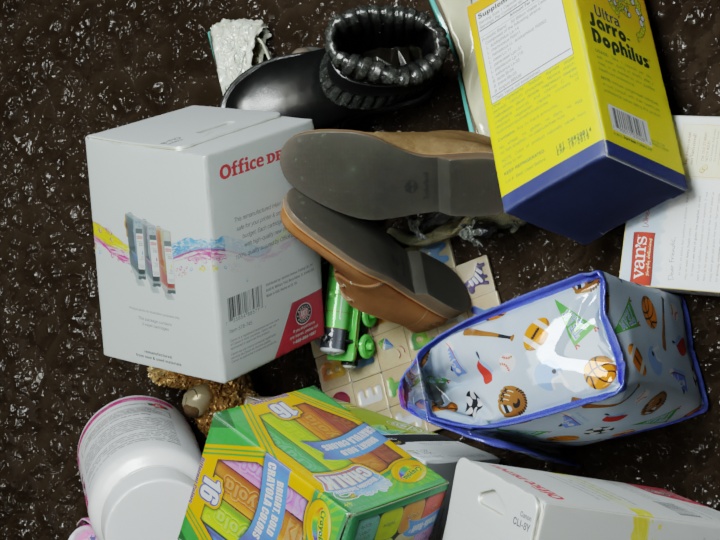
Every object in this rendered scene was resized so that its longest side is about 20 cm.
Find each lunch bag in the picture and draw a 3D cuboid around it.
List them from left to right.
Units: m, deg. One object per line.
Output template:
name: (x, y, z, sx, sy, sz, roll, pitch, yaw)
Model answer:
lunch bag: (0.153, 0.089, 1.527, 0.199, 0.170, 0.125, -18, 70, 29)

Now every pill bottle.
pill bottle: (-0.191, 0.195, 1.696, 0.114, 0.113, 0.200, -67, 17, 9)

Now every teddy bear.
teddy bear: (-0.147, 0.064, 1.784, 0.144, 0.067, 0.201, -1, 84, 35)

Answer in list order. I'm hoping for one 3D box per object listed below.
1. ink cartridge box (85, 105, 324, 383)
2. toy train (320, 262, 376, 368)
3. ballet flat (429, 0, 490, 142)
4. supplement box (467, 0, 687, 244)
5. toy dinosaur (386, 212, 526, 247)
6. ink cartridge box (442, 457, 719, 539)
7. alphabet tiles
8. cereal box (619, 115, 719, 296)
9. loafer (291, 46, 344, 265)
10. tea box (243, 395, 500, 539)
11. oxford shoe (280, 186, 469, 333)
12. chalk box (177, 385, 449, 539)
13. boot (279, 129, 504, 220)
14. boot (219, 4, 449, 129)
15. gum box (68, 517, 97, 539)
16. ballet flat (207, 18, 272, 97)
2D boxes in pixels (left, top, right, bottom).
ink cartridge box: (-0.131, -0.029, 1.625, 0.144, 0.145, 0.201, 11, 112, 36)
toy train: (-0.008, -0.013, 1.701, 0.042, 0.056, 0.201, 1, 82, 34)
ballet flat: (0.107, -0.187, 1.656, 0.069, 0.069, 0.201, -23, 74, 29)
supplement box: (0.175, -0.142, 1.542, 0.109, 0.109, 0.201, -29, 57, 37)
toy dinosaur: (0.090, -0.043, 1.632, 0.199, 0.088, 0.048, -15, 93, 32)
ink cartridge box: (0.181, 0.209, 1.450, 0.145, 0.199, 0.084, 18, 97, 66)
alphabet tiles: (0.042, 0.065, 1.696, 0.199, 0.006, 0.167, -22, 74, 30)
cereal box: (0.309, -0.049, 1.516, 0.199, 0.039, 0.145, 6, 86, 34)
loafer: (-0.051, -0.107, 1.742, 0.072, 0.063, 0.201, 0, 85, 33)
tea box: (-0.012, 0.228, 1.634, 0.196, 0.133, 0.201, 18, 97, 32)
oxford shoe: (0.000, 0.000, 1.620, 0.071, 0.200, 0.072, -37, 33, 31)
chalk box: (-0.022, 0.199, 1.477, 0.200, 0.125, 0.125, 31, 116, 31)
boot: (0.033, -0.088, 1.587, 0.199, 0.076, 0.074, 6, 118, 1)
boot: (-0.027, -0.168, 1.635, 0.210, 0.158, 0.080, -17, 87, 1)
gum box: (-0.175, 0.297, 1.747, 0.200, 0.113, 0.066, 33, 104, 31)
ballet flat: (-0.100, -0.147, 1.780, 0.071, 0.072, 0.201, -16, 76, 30)
